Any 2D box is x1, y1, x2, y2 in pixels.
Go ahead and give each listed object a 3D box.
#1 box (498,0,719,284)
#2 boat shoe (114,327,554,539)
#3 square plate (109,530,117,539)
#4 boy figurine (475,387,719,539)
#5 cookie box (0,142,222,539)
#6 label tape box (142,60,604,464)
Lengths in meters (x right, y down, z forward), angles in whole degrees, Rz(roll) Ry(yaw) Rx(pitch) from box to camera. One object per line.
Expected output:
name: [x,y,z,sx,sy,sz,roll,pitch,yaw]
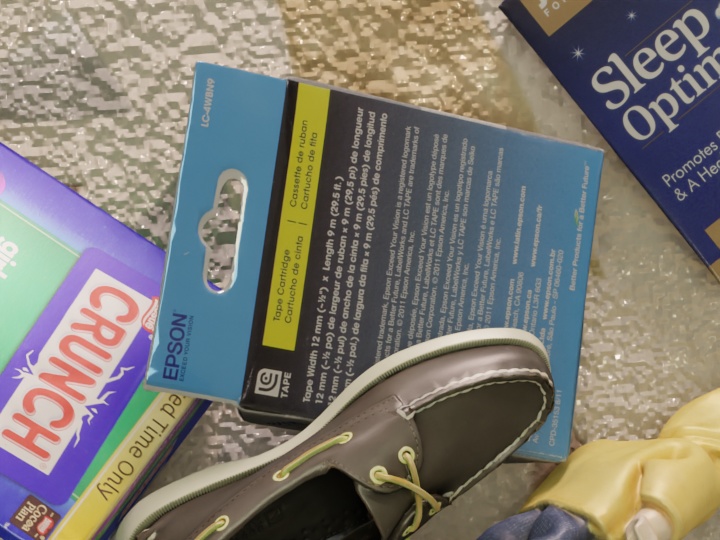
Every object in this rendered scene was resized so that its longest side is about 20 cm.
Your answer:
box: [0.150,-0.107,1.248,0.121,0.032,0.200,-40,84,14]
boat shoe: [-0.003,0.094,1.136,0.201,0.061,0.072,-29,123,-2]
square plate: [-0.086,0.159,1.163,0.198,0.200,0.028,-11,127,0]
boy figurine: [0.109,0.110,1.203,0.200,0.124,0.064,-24,94,-31]
cookie box: [-0.174,0.035,1.184,0.200,0.075,0.171,34,49,2]
label tape box: [0.000,0.000,1.196,0.200,0.066,0.143,11,82,-23]
